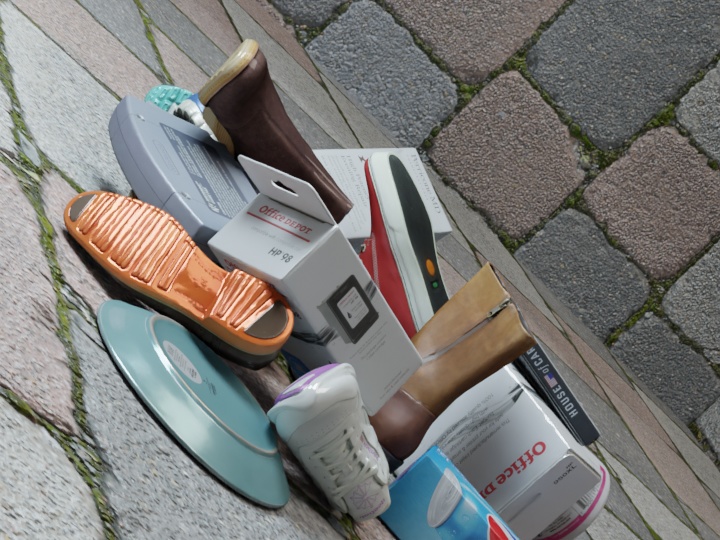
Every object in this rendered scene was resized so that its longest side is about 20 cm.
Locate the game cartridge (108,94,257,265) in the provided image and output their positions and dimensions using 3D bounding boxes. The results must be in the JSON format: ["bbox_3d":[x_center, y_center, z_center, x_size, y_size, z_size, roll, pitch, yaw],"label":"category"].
[{"bbox_3d":[-0.141,-0.069,1.672,0.132,0.042,0.200,19,26,-38],"label":"game cartridge"}]

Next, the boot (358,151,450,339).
[{"bbox_3d":[0.000,0.000,1.824,0.072,0.143,0.202,-1,76,-63],"label":"boot"}]

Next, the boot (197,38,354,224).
[{"bbox_3d":[-0.065,-0.115,1.746,0.166,0.072,0.200,42,-14,2],"label":"boot"}]

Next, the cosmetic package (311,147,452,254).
[{"bbox_3d":[-0.002,-0.063,1.951,0.199,0.074,0.102,-9,71,-55],"label":"cosmetic package"}]

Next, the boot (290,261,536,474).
[{"bbox_3d":[0.040,0.061,1.732,0.068,0.200,0.189,39,12,-38],"label":"boot"}]

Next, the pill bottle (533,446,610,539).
[{"bbox_3d":[0.155,0.184,2.028,0.200,0.113,0.114,44,9,-21],"label":"pill bottle"}]

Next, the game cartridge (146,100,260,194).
[{"bbox_3d":[-0.132,-0.078,1.860,0.200,0.038,0.130,36,-10,43],"label":"game cartridge"}]

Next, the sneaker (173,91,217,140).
[{"bbox_3d":[-0.099,-0.110,1.945,0.078,0.089,0.201,33,-19,48],"label":"sneaker"}]

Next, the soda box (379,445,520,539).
[{"bbox_3d":[0.102,0.246,1.656,0.200,0.068,0.064,48,9,3],"label":"soda box"}]

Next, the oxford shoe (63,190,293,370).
[{"bbox_3d":[-0.148,0.014,1.521,0.199,0.071,0.073,35,-35,5],"label":"oxford shoe"}]

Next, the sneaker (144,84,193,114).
[{"bbox_3d":[-0.164,-0.124,2.050,0.200,0.078,0.091,46,-8,-35],"label":"sneaker"}]

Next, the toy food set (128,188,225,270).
[{"bbox_3d":[-0.125,-0.003,1.719,0.198,0.049,0.200,51,9,22],"label":"toy food set"}]

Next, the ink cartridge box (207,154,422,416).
[{"bbox_3d":[-0.045,0.012,1.572,0.116,0.067,0.201,24,-27,52],"label":"ink cartridge box"}]

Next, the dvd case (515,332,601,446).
[{"bbox_3d":[0.163,0.089,1.893,0.151,0.025,0.200,55,-2,-6],"label":"dvd case"}]

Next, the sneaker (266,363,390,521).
[{"bbox_3d":[-0.011,0.134,1.508,0.100,0.075,0.200,56,-1,22],"label":"sneaker"}]

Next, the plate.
[{"bbox_3d":[-0.114,0.090,1.443,0.200,0.026,0.200,47,9,-10],"label":"plate"}]

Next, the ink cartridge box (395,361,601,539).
[{"bbox_3d":[0.104,0.156,1.809,0.084,0.144,0.200,39,12,-51],"label":"ink cartridge box"}]
